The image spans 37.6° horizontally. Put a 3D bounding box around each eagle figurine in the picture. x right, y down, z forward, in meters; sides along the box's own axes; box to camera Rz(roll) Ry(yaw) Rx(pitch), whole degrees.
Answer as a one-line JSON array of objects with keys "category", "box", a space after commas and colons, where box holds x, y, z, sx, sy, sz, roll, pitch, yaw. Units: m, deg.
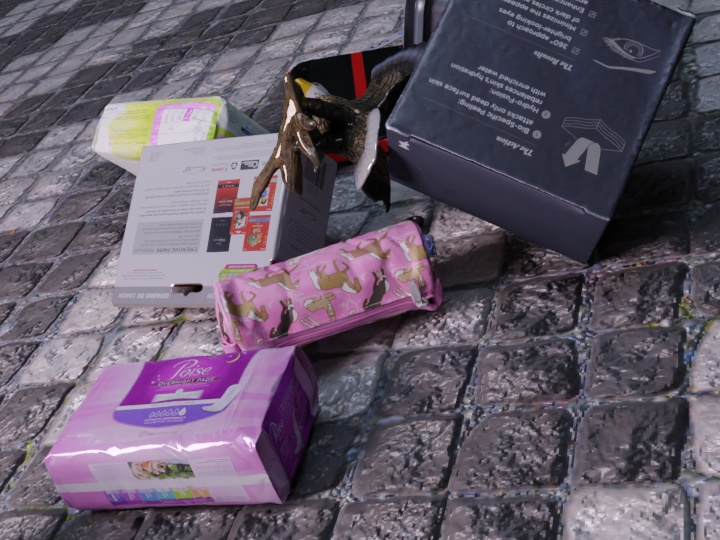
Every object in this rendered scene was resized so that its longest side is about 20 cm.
[{"category": "eagle figurine", "box": [-0.001, -0.136, 0.975, 0.199, 0.152, 0.151, -9, -13, -47]}]

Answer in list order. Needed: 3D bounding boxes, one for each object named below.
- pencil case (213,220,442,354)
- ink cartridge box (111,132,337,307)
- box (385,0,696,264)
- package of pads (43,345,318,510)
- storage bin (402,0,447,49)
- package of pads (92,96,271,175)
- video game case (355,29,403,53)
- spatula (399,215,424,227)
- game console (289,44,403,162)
[{"category": "pencil case", "box": [-0.029, 0.022, 0.911, 0.198, 0.084, 0.086, -17, 2, -10]}, {"category": "ink cartridge box", "box": [-0.138, -0.036, 1.062, 0.198, 0.084, 0.177, 0, 72, 31]}, {"category": "box", "box": [0.149, -0.145, 0.905, 0.195, 0.118, 0.201, 24, 75, 9]}, {"category": "package of pads", "box": [-0.139, 0.126, 0.844, 0.198, 0.076, 0.121, -8, 34, 22]}, {"category": "storage bin", "box": [0.121, -0.214, 1.103, 0.133, 0.202, 0.146, 12, 40, 17]}, {"category": "package of pads", "box": [-0.190, -0.135, 1.208, 0.198, 0.154, 0.069, 3, 72, 37]}, {"category": "video game case", "box": [0.042, -0.259, 1.388, 0.180, 0.026, 0.200, -28, 31, -11]}, {"category": "spatula", "box": [0.000, 0.000, 1.010, 0.056, 0.021, 0.200, 17, 46, 38]}, {"category": "game console", "box": [-0.002, -0.203, 1.283, 0.175, 0.031, 0.201, -8, 44, 2]}]
